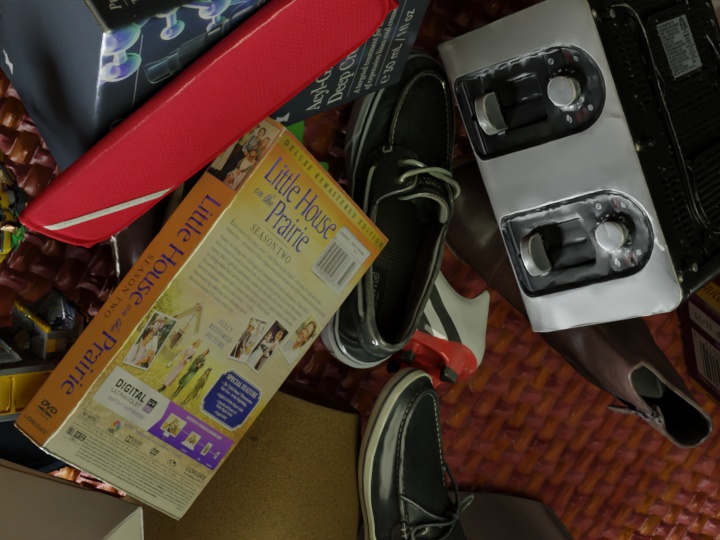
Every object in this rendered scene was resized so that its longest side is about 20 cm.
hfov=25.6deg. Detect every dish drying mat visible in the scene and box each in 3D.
[{"bbox_3d":[-0.070,-0.078,0.758,0.200,0.018,0.077,-36,161,9],"label":"dish drying mat"}]

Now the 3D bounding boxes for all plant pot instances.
[{"bbox_3d":[-0.075,0.168,1.006,0.186,0.186,0.201,21,91,-31],"label":"plant pot"}]

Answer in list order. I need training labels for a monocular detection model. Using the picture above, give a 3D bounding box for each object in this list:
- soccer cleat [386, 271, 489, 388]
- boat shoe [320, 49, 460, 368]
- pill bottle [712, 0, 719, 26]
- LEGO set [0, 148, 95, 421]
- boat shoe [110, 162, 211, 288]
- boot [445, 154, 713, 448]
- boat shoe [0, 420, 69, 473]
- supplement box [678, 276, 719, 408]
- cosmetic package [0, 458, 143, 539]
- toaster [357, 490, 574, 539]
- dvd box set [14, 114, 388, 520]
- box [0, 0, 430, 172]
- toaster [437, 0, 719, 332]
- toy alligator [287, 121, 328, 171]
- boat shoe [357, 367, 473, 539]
[{"bbox_3d":[0.000,0.000,1.011,0.200,0.069,0.085,34,57,-16],"label":"soccer cleat"},{"bbox_3d":[0.030,-0.039,0.951,0.072,0.071,0.201,15,78,-28],"label":"boat shoe"},{"bbox_3d":[0.279,-0.089,1.057,0.112,0.112,0.200,-36,124,-4],"label":"pill bottle"},{"bbox_3d":[-0.202,-0.003,0.845,0.116,0.200,0.154,-5,103,-35],"label":"LEGO set"},{"bbox_3d":[-0.123,-0.056,0.927,0.070,0.070,0.201,13,110,11],"label":"boat shoe"},{"bbox_3d":[0.137,0.017,1.014,0.072,0.166,0.200,-45,124,2],"label":"boot"},{"bbox_3d":[-0.160,0.088,0.967,0.199,0.084,0.069,-12,112,8],"label":"boat shoe"},{"bbox_3d":[0.348,0.035,1.140,0.199,0.131,0.103,-23,122,-13],"label":"supplement box"},{"bbox_3d":[-0.225,0.165,0.910,0.073,0.199,0.104,-42,141,-54],"label":"cosmetic package"},{"bbox_3d":[0.092,0.233,1.126,0.199,0.129,0.114,8,112,-27],"label":"toaster"},{"bbox_3d":[-0.078,0.029,0.843,0.200,0.029,0.146,-54,149,-4],"label":"dvd box set"},{"bbox_3d":[-0.069,-0.144,0.793,0.200,0.107,0.149,-24,159,-24],"label":"box"},{"bbox_3d":[0.150,-0.079,0.920,0.200,0.118,0.181,-28,101,-53],"label":"toaster"},{"bbox_3d":[-0.060,-0.009,0.922,0.054,0.059,0.201,28,75,-32],"label":"toy alligator"},{"bbox_3d":[0.038,0.160,1.000,0.075,0.062,0.201,-13,108,-56],"label":"boat shoe"}]
